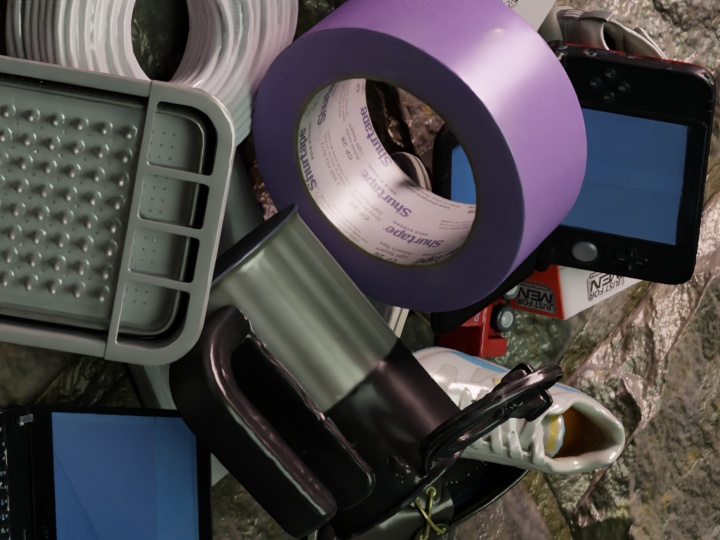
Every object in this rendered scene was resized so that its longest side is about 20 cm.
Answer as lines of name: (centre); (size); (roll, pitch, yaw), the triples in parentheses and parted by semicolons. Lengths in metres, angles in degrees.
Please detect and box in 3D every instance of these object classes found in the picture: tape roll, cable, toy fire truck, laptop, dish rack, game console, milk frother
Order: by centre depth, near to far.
dish rack: (-0.182, -0.041, 1.437); (0.200, 0.044, 0.172); (9, 105, -8)
laptop: (-0.199, 0.181, 1.496); (0.200, 0.103, 0.178); (-13, 107, -42)
milk frother: (0.000, 0.049, 1.499); (0.188, 0.200, 0.181); (50, 17, -8)
cable: (-0.127, -0.153, 1.514); (0.200, 0.069, 0.200); (-15, 110, -42)
tape roll: (0.036, -0.080, 1.531); (0.085, 0.200, 0.200); (-43, 127, -45)
game console: (0.145, -0.044, 1.665); (0.200, 0.172, 0.119); (89, 16, -45)
toy fire truck: (0.050, 0.014, 1.739); (0.141, 0.049, 0.200); (0, 100, -45)

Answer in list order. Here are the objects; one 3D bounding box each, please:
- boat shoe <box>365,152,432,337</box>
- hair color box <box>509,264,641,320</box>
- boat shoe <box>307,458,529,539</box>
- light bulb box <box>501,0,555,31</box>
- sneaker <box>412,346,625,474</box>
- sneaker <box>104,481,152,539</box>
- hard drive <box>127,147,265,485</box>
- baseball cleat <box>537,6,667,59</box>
boat shoe: (0.000, 0.000, 1.656); (0.062, 0.075, 0.200); (29, 61, -23)
hair color box: (0.153, -0.075, 1.811); (0.101, 0.061, 0.200); (-24, 114, -39)
boat shoe: (0.048, 0.160, 1.762); (0.201, 0.061, 0.072); (-31, 120, -36)
light bulb box: (0.061, -0.277, 1.630); (0.198, 0.125, 0.200); (-58, 133, -19)
sneaker: (0.098, 0.102, 1.711); (0.200, 0.081, 0.077); (7, 96, -36)
sneaker: (-0.120, 0.208, 1.614); (0.104, 0.060, 0.200); (-31, 119, -43)
hard drive: (-0.102, 0.031, 1.612); (0.132, 0.026, 0.200); (-39, 124, -31)
baseball cleat: (0.183, -0.097, 1.719); (0.070, 0.106, 0.200); (-52, 131, -31)
